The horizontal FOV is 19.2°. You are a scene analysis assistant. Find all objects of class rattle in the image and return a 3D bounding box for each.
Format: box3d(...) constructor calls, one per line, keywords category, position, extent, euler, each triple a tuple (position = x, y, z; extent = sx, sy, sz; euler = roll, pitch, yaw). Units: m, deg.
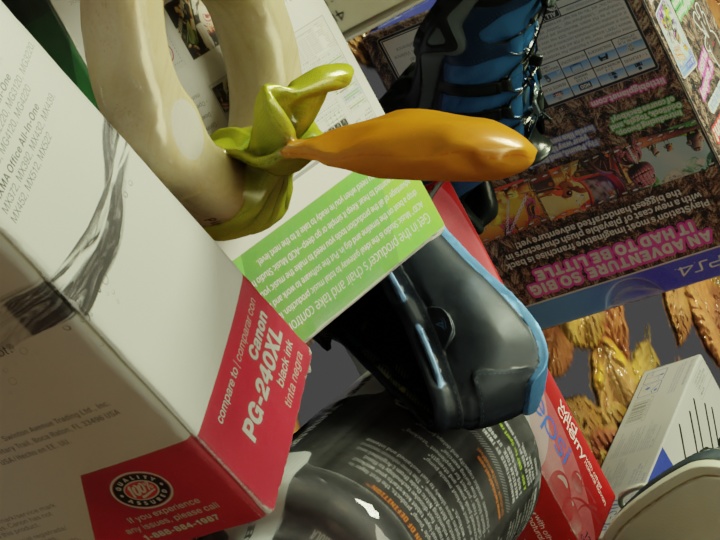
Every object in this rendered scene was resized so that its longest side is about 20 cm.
box3d(category="rattle", position=(-0.027, -0.120, 0.761), extent=(0.130, 0.143, 0.200), euler=(22, 60, -42))

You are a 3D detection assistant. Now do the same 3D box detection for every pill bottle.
box3d(category="pill bottle", position=(-0.003, 0.116, 0.915), extent=(0.200, 0.106, 0.106), euler=(-36, 105, -59))

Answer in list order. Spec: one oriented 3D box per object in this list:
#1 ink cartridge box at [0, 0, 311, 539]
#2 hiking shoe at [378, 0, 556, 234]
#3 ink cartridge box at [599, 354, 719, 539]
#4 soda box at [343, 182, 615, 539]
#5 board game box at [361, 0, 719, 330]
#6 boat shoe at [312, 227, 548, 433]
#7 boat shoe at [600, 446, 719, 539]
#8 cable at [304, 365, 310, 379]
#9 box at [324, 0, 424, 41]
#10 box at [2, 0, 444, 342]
box3d(category="ink cartridge box", position=(-0.134, 0.010, 0.717), extent=(0.200, 0.145, 0.083), euler=(51, 36, -31))
box3d(category="hiking shoe", position=(0.067, -0.096, 1.055), extent=(0.087, 0.200, 0.074), euler=(34, 50, 2))
box3d(category="ink cartridge box", position=(0.185, 0.142, 1.277), extent=(0.094, 0.044, 0.200), euler=(60, 32, -15))
box3d(category="soda box", position=(0.053, 0.059, 1.077), extent=(0.200, 0.070, 0.063), euler=(62, 29, -16))
box3d(category="board game box", position=(0.124, -0.086, 1.188), extent=(0.200, 0.159, 0.097), euler=(62, 31, -17))
box3d(category="boat shoe", position=(0.000, 0.000, 0.946), extent=(0.069, 0.200, 0.084), euler=(-21, 127, -30))
box3d(category="boat shoe", position=(0.160, 0.150, 1.102), extent=(0.062, 0.075, 0.200), euler=(-57, 167, -44))
box3d(category="cable", position=(-0.105, -0.034, 0.871), extent=(0.200, 0.069, 0.200), euler=(32, 47, -47))
box3d(category="box", position=(-0.024, -0.177, 0.985), extent=(0.128, 0.109, 0.200), euler=(62, 12, -10))
box3d(category="box", position=(-0.058, -0.069, 0.840), extent=(0.144, 0.036, 0.200), euler=(-38, 102, -48))
